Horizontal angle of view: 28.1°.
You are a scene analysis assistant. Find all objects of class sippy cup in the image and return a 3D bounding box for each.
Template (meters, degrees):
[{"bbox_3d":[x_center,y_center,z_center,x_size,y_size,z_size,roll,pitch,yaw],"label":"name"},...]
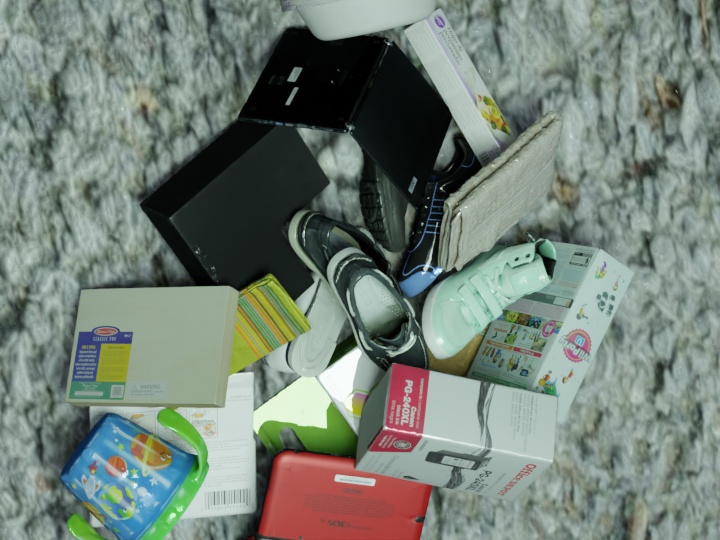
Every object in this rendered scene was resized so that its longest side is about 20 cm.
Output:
[{"bbox_3d":[-0.260,0.233,1.614,0.130,0.140,0.178,38,78,-8],"label":"sippy cup"}]

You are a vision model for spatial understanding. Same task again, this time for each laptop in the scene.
[{"bbox_3d":[-0.012,-0.175,1.619,0.198,0.178,0.104,8,134,14],"label":"laptop"}]

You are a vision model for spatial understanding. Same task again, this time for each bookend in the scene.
[{"bbox_3d":[-0.113,-0.057,1.661,0.200,0.092,0.199,-43,119,-15],"label":"bookend"}]

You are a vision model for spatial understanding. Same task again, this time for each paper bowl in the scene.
[{"bbox_3d":[0.006,-0.317,1.585,0.199,0.201,0.105,-14,102,-12],"label":"paper bowl"}]

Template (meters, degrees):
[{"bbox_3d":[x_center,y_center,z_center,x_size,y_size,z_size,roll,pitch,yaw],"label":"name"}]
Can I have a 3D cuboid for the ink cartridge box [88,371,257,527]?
[{"bbox_3d":[-0.224,0.206,1.704,0.198,0.045,0.178,-3,101,-15],"label":"ink cartridge box"}]

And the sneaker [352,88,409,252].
[{"bbox_3d":[0.045,-0.121,1.704,0.090,0.076,0.202,-9,105,-20],"label":"sneaker"}]

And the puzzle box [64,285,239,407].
[{"bbox_3d":[-0.234,0.085,1.603,0.198,0.025,0.134,-1,73,24],"label":"puzzle box"}]

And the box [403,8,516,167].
[{"bbox_3d":[0.123,-0.210,1.695,0.039,0.041,0.201,-35,96,-45],"label":"box"}]

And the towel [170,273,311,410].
[{"bbox_3d":[-0.158,0.085,1.626,0.199,0.018,0.086,-31,118,12],"label":"towel"}]

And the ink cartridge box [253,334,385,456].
[{"bbox_3d":[-0.015,0.180,1.726,0.199,0.076,0.148,-36,98,-4],"label":"ink cartridge box"}]

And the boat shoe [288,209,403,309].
[{"bbox_3d":[0.001,-0.002,1.652,0.200,0.066,0.075,49,58,-36],"label":"boat shoe"}]

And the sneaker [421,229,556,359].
[{"bbox_3d":[0.155,0.023,1.680,0.074,0.118,0.201,57,47,-17],"label":"sneaker"}]

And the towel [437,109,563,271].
[{"bbox_3d":[0.165,-0.089,1.668,0.034,0.133,0.200,38,64,22],"label":"towel"}]

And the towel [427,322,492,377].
[{"bbox_3d":[0.134,0.129,1.800,0.146,0.022,0.201,27,91,-18],"label":"towel"}]

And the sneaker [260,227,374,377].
[{"bbox_3d":[-0.051,0.031,1.705,0.076,0.080,0.201,46,66,-33],"label":"sneaker"}]

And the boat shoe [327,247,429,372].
[{"bbox_3d":[0.027,0.063,1.621,0.076,0.060,0.200,-41,125,-3],"label":"boat shoe"}]

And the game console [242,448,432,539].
[{"bbox_3d":[-0.034,0.288,1.727,0.198,0.119,0.174,9,101,-17],"label":"game console"}]

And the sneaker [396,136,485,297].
[{"bbox_3d":[0.091,-0.067,1.730,0.078,0.070,0.201,37,82,-16],"label":"sneaker"}]

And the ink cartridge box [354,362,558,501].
[{"bbox_3d":[0.108,0.185,1.625,0.198,0.145,0.084,12,61,-8],"label":"ink cartridge box"}]

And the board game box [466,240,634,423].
[{"bbox_3d":[0.223,0.069,1.726,0.064,0.147,0.201,31,82,-25],"label":"board game box"}]
